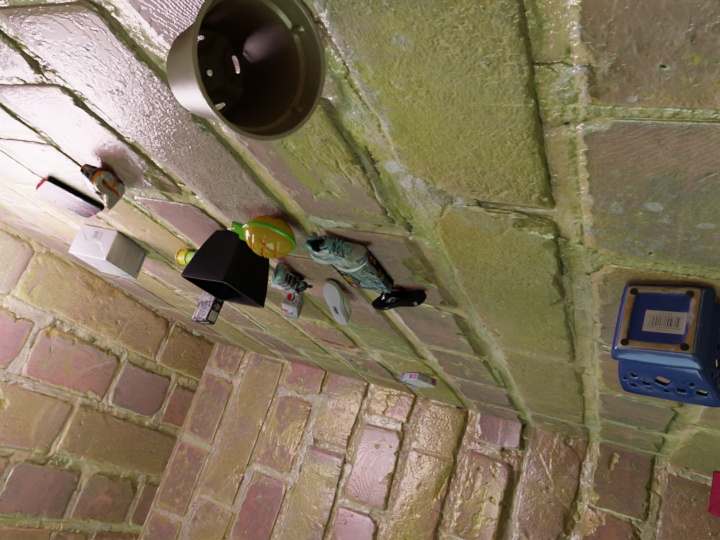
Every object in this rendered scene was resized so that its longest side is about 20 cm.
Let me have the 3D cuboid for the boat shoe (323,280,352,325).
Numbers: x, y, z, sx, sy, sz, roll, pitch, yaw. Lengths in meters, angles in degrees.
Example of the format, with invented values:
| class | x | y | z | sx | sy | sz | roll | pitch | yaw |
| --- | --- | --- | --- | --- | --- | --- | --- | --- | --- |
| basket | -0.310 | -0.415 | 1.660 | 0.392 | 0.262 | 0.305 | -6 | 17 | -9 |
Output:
| class | x | y | z | sx | sy | sz | roll | pitch | yaw |
| --- | --- | --- | --- | --- | --- | --- | --- | --- | --- |
| boat shoe | -0.068 | 0.098 | 1.964 | 0.071 | 0.066 | 0.202 | 11 | 139 | 33 |

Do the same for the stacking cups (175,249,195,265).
| class | x | y | z | sx | sy | sz | roll | pitch | yaw |
| --- | --- | --- | --- | --- | --- | --- | --- | --- | --- |
| stacking cups | -0.576 | -0.036 | 2.094 | 0.197 | 0.061 | 0.061 | 9 | 159 | 29 |

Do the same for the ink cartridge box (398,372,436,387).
| class | x | y | z | sx | sy | sz | roll | pitch | yaw |
| --- | --- | --- | --- | --- | --- | --- | --- | --- | --- |
| ink cartridge box | 0.288 | 0.560 | 2.961 | 0.118 | 0.043 | 0.199 | 25 | 158 | -19 |

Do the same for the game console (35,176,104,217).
| class | x | y | z | sx | sy | sz | roll | pitch | yaw |
| --- | --- | --- | --- | --- | --- | --- | --- | --- | --- |
| game console | -0.986 | -0.247 | 1.970 | 0.199 | 0.031 | 0.175 | 32 | 153 | -35 |

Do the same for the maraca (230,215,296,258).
| class | x | y | z | sx | sy | sz | roll | pitch | yaw |
| --- | --- | --- | --- | --- | --- | --- | --- | --- | --- |
| maraca | -0.259 | -0.092 | 1.548 | 0.197 | 0.108 | 0.138 | 8 | 152 | 29 |

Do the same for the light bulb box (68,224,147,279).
| class | x | y | z | sx | sy | sz | roll | pitch | yaw |
| --- | --- | --- | --- | --- | --- | --- | --- | --- | --- |
| light bulb box | -1.001 | -0.072 | 2.316 | 0.195 | 0.127 | 0.200 | 11 | 161 | 20 |

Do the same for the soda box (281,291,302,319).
| class | x | y | z | sx | sy | sz | roll | pitch | yaw |
| --- | --- | --- | --- | --- | --- | --- | --- | --- | --- |
| soda box | -0.262 | 0.130 | 2.246 | 0.063 | 0.069 | 0.200 | 18 | 162 | 1 |

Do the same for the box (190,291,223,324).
| class | x | y | z | sx | sy | sz | roll | pitch | yaw |
| --- | --- | --- | --- | --- | --- | --- | --- | --- | --- |
| box | -0.595 | 0.117 | 2.325 | 0.049 | 0.203 | 0.160 | 32 | 157 | -33 |

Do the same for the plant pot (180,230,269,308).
| class | x | y | z | sx | sy | sz | roll | pitch | yaw |
| --- | --- | --- | --- | --- | --- | --- | --- | --- | --- |
| plant pot | -0.396 | -0.013 | 1.799 | 0.197 | 0.180 | 0.199 | 6 | 157 | 32 |

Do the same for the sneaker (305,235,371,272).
| class | x | y | z | sx | sy | sz | roll | pitch | yaw |
| --- | --- | --- | --- | --- | --- | --- | --- | --- | --- |
| sneaker | -0.066 | -0.050 | 1.528 | 0.197 | 0.079 | 0.086 | 6 | 155 | 34 |

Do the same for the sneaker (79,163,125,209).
| class | x | y | z | sx | sy | sz | roll | pitch | yaw |
| --- | --- | --- | --- | --- | --- | --- | --- | --- | --- |
| sneaker | -0.737 | -0.245 | 1.664 | 0.077 | 0.079 | 0.200 | 31 | 159 | 4 |

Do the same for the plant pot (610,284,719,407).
| class | x | y | z | sx | sy | sz | roll | pitch | yaw |
| --- | --- | --- | --- | --- | --- | --- | --- | --- | --- |
| plant pot | 0.633 | 0.140 | 1.191 | 0.198 | 0.202 | 0.180 | 2 | 150 | 42 |

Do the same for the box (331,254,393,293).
| class | x | y | z | sx | sy | sz | roll | pitch | yaw |
| --- | --- | --- | --- | --- | --- | --- | --- | --- | --- |
| box | 0.000 | 0.000 | 1.659 | 0.135 | 0.040 | 0.200 | 8 | 159 | 26 |

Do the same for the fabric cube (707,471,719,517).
| class | x | y | z | sx | sy | sz | roll | pitch | yaw |
| --- | --- | --- | --- | --- | --- | --- | --- | --- | --- |
| fabric cube | 1.753 | 1.053 | 2.652 | 0.194 | 0.203 | 0.199 | 22 | 163 | -9 |

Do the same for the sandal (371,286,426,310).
| class | x | y | z | sx | sy | sz | roll | pitch | yaw |
| --- | --- | --- | --- | --- | --- | --- | --- | --- | --- |
| sandal | 0.110 | 0.075 | 1.742 | 0.199 | 0.076 | 0.048 | -10 | 122 | 43 |

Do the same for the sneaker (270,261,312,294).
| class | x | y | z | sx | sy | sz | roll | pitch | yaw |
| --- | --- | --- | --- | --- | --- | --- | --- | --- | --- |
| sneaker | -0.224 | 0.034 | 1.938 | 0.138 | 0.079 | 0.200 | 19 | 171 | -5 |

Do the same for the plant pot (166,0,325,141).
| class | x | y | z | sx | sy | sz | roll | pitch | yaw |
| --- | --- | --- | --- | --- | --- | --- | --- | --- | --- |
| plant pot | -0.182 | -0.288 | 0.824 | 0.200 | 0.203 | 0.182 | 34 | 168 | -39 |
